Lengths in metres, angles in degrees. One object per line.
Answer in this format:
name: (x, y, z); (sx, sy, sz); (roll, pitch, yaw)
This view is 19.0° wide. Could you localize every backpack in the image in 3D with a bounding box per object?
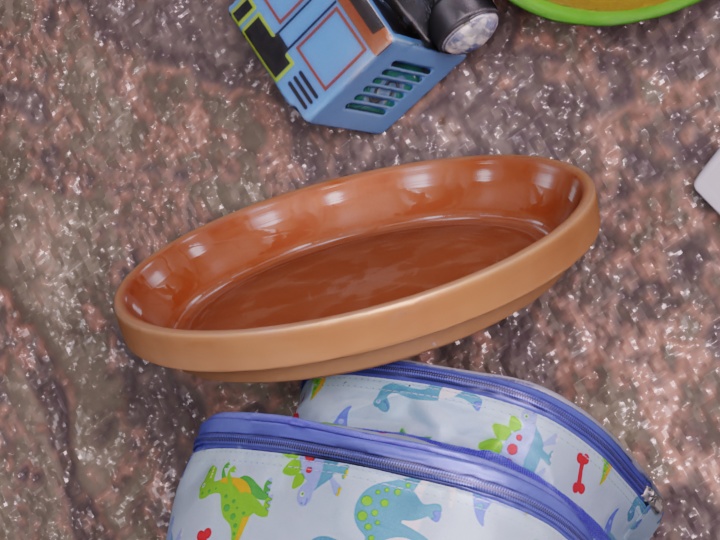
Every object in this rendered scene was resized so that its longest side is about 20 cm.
backpack: (0.020, 0.116, 0.835); (0.182, 0.200, 0.148); (7, 71, 26)

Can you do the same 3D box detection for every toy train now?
toy train: (-0.019, -0.160, 0.947); (0.114, 0.087, 0.201); (-41, 71, 21)

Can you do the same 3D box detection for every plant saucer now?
plant saucer: (0.000, 0.000, 0.867); (0.199, 0.200, 0.033); (-8, 108, 23)

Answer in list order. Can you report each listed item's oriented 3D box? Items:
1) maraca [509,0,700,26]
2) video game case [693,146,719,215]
maraca: (0.127, -0.183, 0.874); (0.199, 0.107, 0.138); (-30, 91, 0)
video game case: (0.245, -0.043, 0.815); (0.182, 0.022, 0.200); (48, 123, 20)
